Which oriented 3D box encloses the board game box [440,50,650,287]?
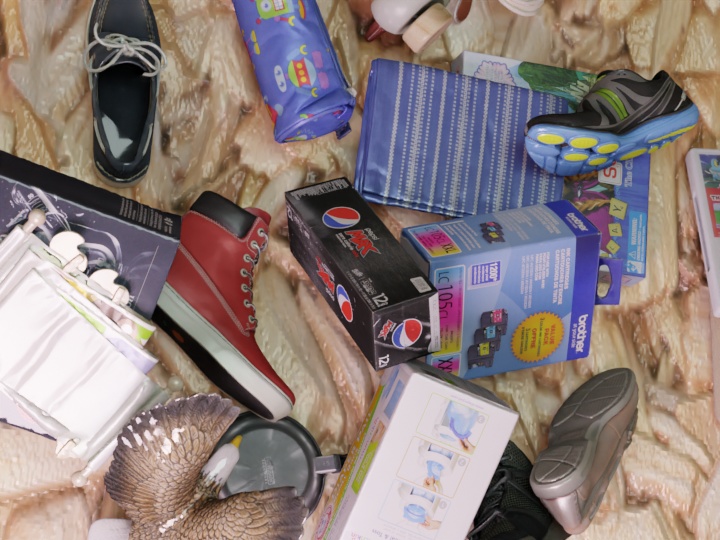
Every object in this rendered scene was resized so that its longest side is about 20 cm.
[{"bbox_3d":[0.180,-0.097,1.728,0.199,0.041,0.200,8,75,-14],"label":"board game box"}]

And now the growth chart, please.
[{"bbox_3d":[-0.238,0.061,1.447,0.145,0.018,0.200,-39,105,4],"label":"growth chart"}]

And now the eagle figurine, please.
[{"bbox_3d":[-0.138,0.190,1.483,0.152,0.200,0.151,9,75,-14],"label":"eagle figurine"}]

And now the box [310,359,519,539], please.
[{"bbox_3d":[0.042,0.186,1.551,0.101,0.112,0.200,23,93,-10],"label":"box"}]

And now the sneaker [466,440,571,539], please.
[{"bbox_3d":[0.116,0.214,1.577,0.114,0.076,0.199,52,26,9],"label":"sneaker"}]

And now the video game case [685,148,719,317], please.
[{"bbox_3d":[0.427,-0.035,1.764,0.200,0.023,0.182,2,61,-11],"label":"video game case"}]

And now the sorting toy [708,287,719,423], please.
[{"bbox_3d":[0.438,0.067,1.768,0.200,0.036,0.185,3,76,-10],"label":"sorting toy"}]

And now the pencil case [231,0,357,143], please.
[{"bbox_3d":[-0.065,-0.216,1.667,0.087,0.078,0.200,-20,82,10],"label":"pencil case"}]

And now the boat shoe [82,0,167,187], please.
[{"bbox_3d":[-0.215,-0.177,1.625,0.075,0.062,0.200,7,74,-12],"label":"boat shoe"}]

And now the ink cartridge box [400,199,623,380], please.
[{"bbox_3d":[0.139,0.017,1.636,0.200,0.076,0.137,-11,122,-19],"label":"ink cartridge box"}]

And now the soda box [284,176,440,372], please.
[{"bbox_3d":[0.000,0.000,1.578,0.063,0.071,0.200,-17,39,-16],"label":"soda box"}]

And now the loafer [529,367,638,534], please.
[{"bbox_3d":[0.209,0.163,1.637,0.200,0.072,0.063,-49,119,-51],"label":"loafer"}]

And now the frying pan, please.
[{"bbox_3d":[-0.050,0.189,1.602,0.190,0.031,0.115,16,73,-8],"label":"frying pan"}]

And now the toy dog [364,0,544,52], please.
[{"bbox_3d":[0.068,-0.273,1.729,0.200,0.096,0.132,-18,79,-34],"label":"toy dog"}]

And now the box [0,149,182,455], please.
[{"bbox_3d":[-0.267,0.023,1.498,0.182,0.104,0.200,20,101,-9],"label":"box"}]

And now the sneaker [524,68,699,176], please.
[{"bbox_3d":[0.228,-0.144,1.693,0.199,0.071,0.083,-16,70,-32],"label":"sneaker"}]

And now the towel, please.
[{"bbox_3d":[0.095,-0.113,1.679,0.200,0.024,0.145,11,72,-14],"label":"towel"}]

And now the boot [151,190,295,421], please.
[{"bbox_3d":[-0.101,0.025,1.603,0.200,0.072,0.144,46,68,5],"label":"boot"}]
